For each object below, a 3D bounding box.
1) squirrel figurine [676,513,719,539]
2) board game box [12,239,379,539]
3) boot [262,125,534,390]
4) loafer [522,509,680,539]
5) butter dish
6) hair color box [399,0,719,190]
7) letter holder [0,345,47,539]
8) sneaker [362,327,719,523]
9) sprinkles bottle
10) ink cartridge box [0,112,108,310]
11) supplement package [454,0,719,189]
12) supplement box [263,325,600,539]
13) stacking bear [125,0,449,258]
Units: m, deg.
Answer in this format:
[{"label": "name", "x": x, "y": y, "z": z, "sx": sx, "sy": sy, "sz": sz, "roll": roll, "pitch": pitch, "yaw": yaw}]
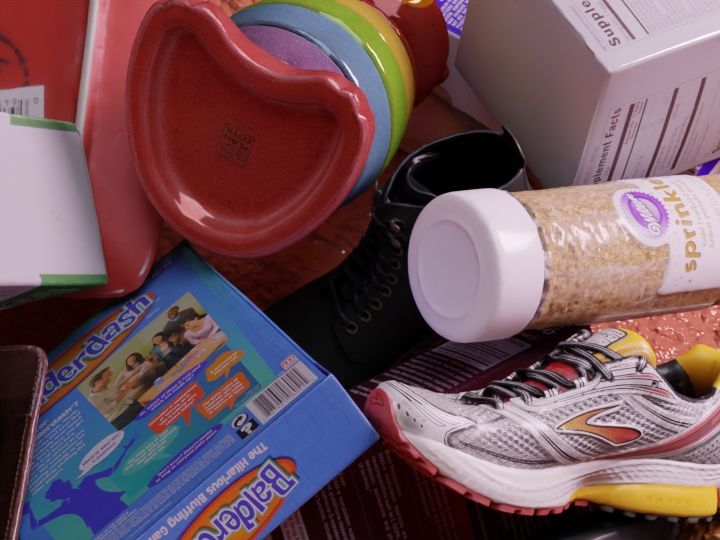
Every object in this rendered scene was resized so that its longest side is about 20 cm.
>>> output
[{"label": "squirrel figurine", "x": 0.234, "y": 0.101, "z": 1.262, "sx": 0.200, "sy": 0.142, "sz": 0.187, "roll": -25, "pitch": 54, "yaw": -26}, {"label": "board game box", "x": -0.095, "y": 0.076, "z": 1.195, "sx": 0.152, "sy": 0.045, "sz": 0.200, "roll": -40, "pitch": 28, "yaw": -5}, {"label": "boot", "x": 0.000, "y": 0.000, "z": 1.274, "sx": 0.200, "sy": 0.138, "sz": 0.078, "roll": -29, "pitch": 62, "yaw": -1}, {"label": "loafer", "x": 0.071, "y": 0.162, "z": 1.190, "sx": 0.199, "sy": 0.073, "sz": 0.072, "roll": -16, "pitch": 91, "yaw": -28}, {"label": "butter dish", "x": -0.167, "y": -0.082, "z": 1.342, "sx": 0.199, "sy": 0.148, "sz": 0.200, "roll": 4, "pitch": 83, "yaw": 18}, {"label": "hair color box", "x": 0.096, "y": -0.085, "z": 1.394, "sx": 0.200, "sy": 0.109, "sz": 0.065, "roll": 31, "pitch": 55, "yaw": 16}, {"label": "letter holder", "x": -0.254, "y": 0.077, "z": 1.178, "sx": 0.199, "sy": 0.101, "sz": 0.142, "roll": -13, "pitch": 48, "yaw": 23}, {"label": "sneaker", "x": 0.088, "y": 0.061, "z": 1.183, "sx": 0.199, "sy": 0.082, "sz": 0.078, "roll": 4, "pitch": 16, "yaw": -34}, {"label": "sprinkles bottle", "x": 0.118, "y": -0.009, "z": 1.229, "sx": 0.200, "sy": 0.068, "sz": 0.068, "roll": -6, "pitch": 52, "yaw": -38}, {"label": "ink cartridge box", "x": -0.239, "y": -0.010, "z": 1.205, "sx": 0.199, "sy": 0.147, "sz": 0.083, "roll": -13, "pitch": 86, "yaw": 19}, {"label": "supplement package", "x": 0.163, "y": -0.129, "z": 1.299, "sx": 0.199, "sy": 0.110, "sz": 0.114, "roll": -20, "pitch": 58, "yaw": -23}, {"label": "supplement box", "x": 0.027, "y": 0.105, "z": 1.239, "sx": 0.200, "sy": 0.109, "sz": 0.061, "roll": -25, "pitch": 21, "yaw": -24}, {"label": "stacking bear", "x": -0.019, "y": -0.091, "z": 1.276, "sx": 0.121, "sy": 0.114, "sz": 0.200, "roll": 30, "pitch": 31, "yaw": 12}]
